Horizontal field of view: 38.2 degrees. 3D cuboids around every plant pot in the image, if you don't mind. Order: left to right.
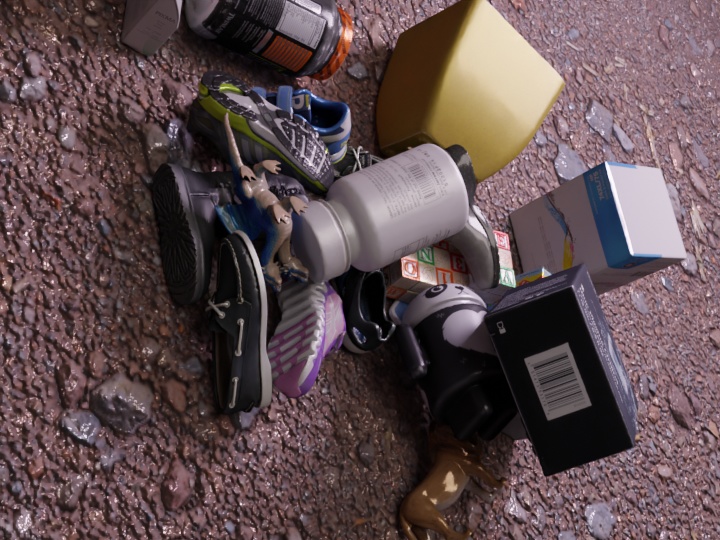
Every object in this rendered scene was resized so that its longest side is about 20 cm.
[{"bbox_3d":[0.132,-0.223,1.465,0.193,0.194,0.202,38,66,-23],"label":"plant pot"}]

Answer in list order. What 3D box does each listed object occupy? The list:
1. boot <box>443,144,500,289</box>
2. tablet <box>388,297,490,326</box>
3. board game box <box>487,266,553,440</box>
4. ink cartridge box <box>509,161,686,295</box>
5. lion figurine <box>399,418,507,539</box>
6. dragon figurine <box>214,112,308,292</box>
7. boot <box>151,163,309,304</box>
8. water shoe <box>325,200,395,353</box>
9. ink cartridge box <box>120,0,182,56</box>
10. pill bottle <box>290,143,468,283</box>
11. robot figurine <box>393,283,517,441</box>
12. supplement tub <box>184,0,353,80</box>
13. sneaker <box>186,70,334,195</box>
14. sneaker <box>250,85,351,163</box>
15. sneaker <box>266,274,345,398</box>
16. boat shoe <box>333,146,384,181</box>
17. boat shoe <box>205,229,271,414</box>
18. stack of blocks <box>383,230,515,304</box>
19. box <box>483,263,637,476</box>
[{"bbox_3d":[0.098,-0.054,1.352,0.129,0.068,0.204,-22,98,-19],"label":"boot"},{"bbox_3d":[0.120,0.046,1.451,0.131,0.014,0.201,51,46,-13],"label":"tablet"},{"bbox_3d":[0.236,0.117,1.452,0.102,0.104,0.203,33,55,-31],"label":"board game box"},{"bbox_3d":[0.355,-0.053,1.573,0.145,0.199,0.149,1,69,-41],"label":"ink cartridge box"},{"bbox_3d":[0.101,0.273,1.294,0.122,0.073,0.200,35,53,11],"label":"lion figurine"},{"bbox_3d":[-0.121,-0.071,1.163,0.201,0.099,0.059,51,45,6],"label":"dragon figurine"},{"bbox_3d":[-0.139,-0.042,1.228,0.198,0.065,0.168,2,72,-46],"label":"boot"},{"bbox_3d":[0.000,0.000,1.316,0.071,0.078,0.204,-4,75,-42],"label":"water shoe"},{"bbox_3d":[-0.208,-0.368,1.203,0.049,0.199,0.164,20,60,-33],"label":"ink cartridge box"},{"bbox_3d":[0.019,-0.064,1.225,0.197,0.114,0.116,-24,88,-22],"label":"pill bottle"},{"bbox_3d":[0.126,0.111,1.306,0.151,0.123,0.202,53,13,-54],"label":"robot figurine"},{"bbox_3d":[-0.114,-0.325,1.325,0.198,0.122,0.125,20,59,-35],"label":"supplement tub"},{"bbox_3d":[-0.118,-0.152,1.232,0.199,0.081,0.075,36,41,-13],"label":"sneaker"},{"bbox_3d":[-0.102,-0.193,1.284,0.196,0.082,0.075,7,61,-17],"label":"sneaker"},{"bbox_3d":[-0.055,0.076,1.220,0.089,0.079,0.202,51,27,-31],"label":"sneaker"},{"bbox_3d":[-0.007,-0.135,1.373,0.197,0.071,0.074,16,63,-33],"label":"boat shoe"},{"bbox_3d":[-0.139,0.060,1.137,0.059,0.075,0.205,-12,100,-28],"label":"boat shoe"},{"bbox_3d":[0.117,-0.010,1.420,0.197,0.058,0.117,14,58,-30],"label":"stack of blocks"},{"bbox_3d":[0.248,0.112,1.261,0.200,0.116,0.200,68,17,-2],"label":"box"}]
